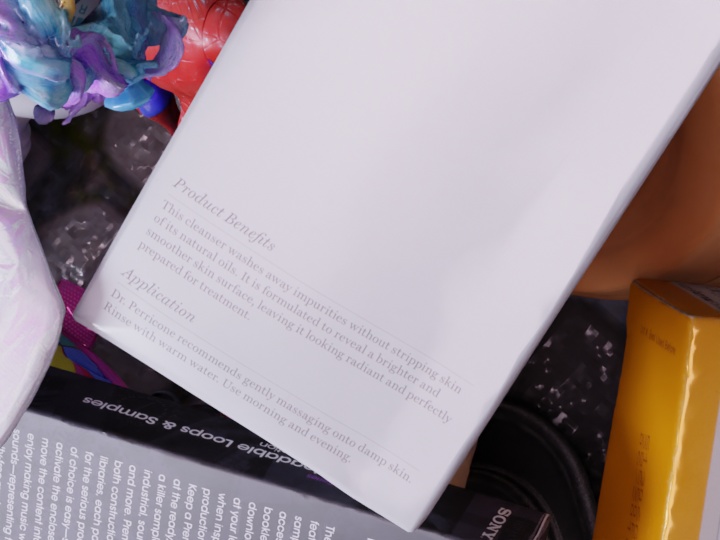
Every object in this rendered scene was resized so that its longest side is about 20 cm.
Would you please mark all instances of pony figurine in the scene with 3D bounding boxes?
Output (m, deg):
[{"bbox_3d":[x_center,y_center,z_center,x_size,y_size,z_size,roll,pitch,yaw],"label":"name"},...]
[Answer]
[{"bbox_3d":[-0.124,-0.051,0.636,0.166,0.200,0.193,42,104,-14],"label":"pony figurine"}]

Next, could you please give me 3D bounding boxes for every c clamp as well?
[{"bbox_3d":[0.000,0.140,0.801,0.199,0.027,0.171,-29,64,13],"label":"c clamp"}]

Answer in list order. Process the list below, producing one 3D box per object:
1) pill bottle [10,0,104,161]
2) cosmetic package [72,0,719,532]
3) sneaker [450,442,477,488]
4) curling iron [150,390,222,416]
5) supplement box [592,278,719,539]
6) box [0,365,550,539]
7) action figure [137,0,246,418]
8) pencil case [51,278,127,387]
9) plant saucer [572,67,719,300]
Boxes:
[{"bbox_3d":[-0.104,-0.126,0.775,0.110,0.111,0.201,29,107,8],"label":"pill bottle"},{"bbox_3d":[0.024,-0.048,0.632,0.113,0.081,0.200,33,106,0],"label":"cosmetic package"},{"bbox_3d":[0.000,0.000,0.743,0.074,0.100,0.201,4,109,12],"label":"sneaker"},{"bbox_3d":[-0.040,0.135,0.792,0.050,0.025,0.201,-36,65,43],"label":"curling iron"},{"bbox_3d":[0.173,0.078,0.719,0.199,0.074,0.127,7,97,-9],"label":"supplement box"},{"bbox_3d":[-0.050,0.112,0.728,0.199,0.036,0.144,16,116,17],"label":"box"},{"bbox_3d":[-0.040,-0.034,0.771,0.065,0.052,0.201,15,135,33],"label":"action figure"},{"bbox_3d":[-0.143,0.101,0.831,0.088,0.088,0.200,35,119,6],"label":"pencil case"},{"bbox_3d":[0.047,-0.065,0.728,0.199,0.037,0.201,24,141,21],"label":"plant saucer"}]
